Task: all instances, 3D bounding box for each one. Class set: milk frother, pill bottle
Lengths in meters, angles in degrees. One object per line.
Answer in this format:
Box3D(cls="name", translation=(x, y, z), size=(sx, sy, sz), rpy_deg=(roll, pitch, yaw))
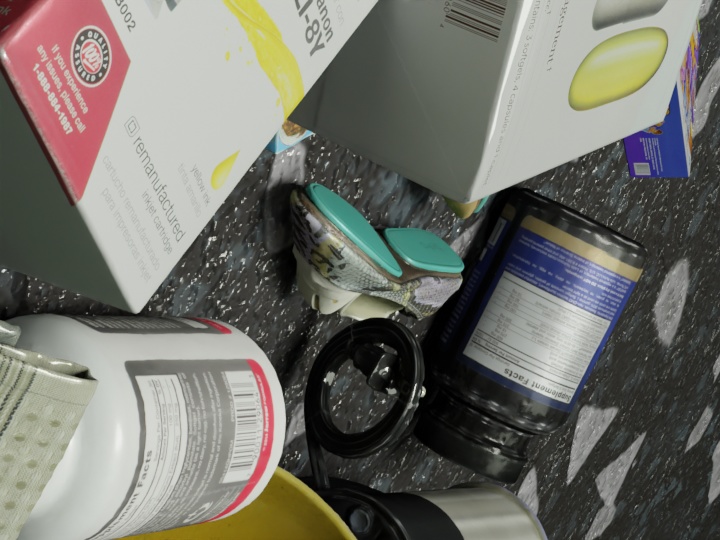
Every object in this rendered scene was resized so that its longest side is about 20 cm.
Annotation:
Box3D(cls="milk frother", translation=(0.037, 0.146, 1.074), size=(0.200, 0.181, 0.188), rpy_deg=(-54, 152, 16))
Box3D(cls="pill bottle", translation=(-0.131, 0.076, 0.802), size=(0.200, 0.111, 0.111), rpy_deg=(5, 112, -61))
Box3D(cls="pill bottle", translation=(0.119, 0.049, 1.213), size=(0.112, 0.112, 0.200), rpy_deg=(15, 103, -63))

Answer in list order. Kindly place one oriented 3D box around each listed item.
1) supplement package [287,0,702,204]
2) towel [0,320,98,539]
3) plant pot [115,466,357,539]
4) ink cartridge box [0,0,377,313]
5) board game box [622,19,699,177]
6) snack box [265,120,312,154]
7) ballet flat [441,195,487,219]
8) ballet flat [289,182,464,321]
Box3D(cls="supplement package", translation=(0.070, -0.163, 0.799), size=(0.200, 0.147, 0.191), rpy_deg=(-24, 135, -50))
Box3D(cls="towel", translation=(-0.223, 0.090, 0.644), size=(0.192, 0.035, 0.200), rpy_deg=(20, 109, -33))
Box3D(cls="plant pot", translation=(-0.100, 0.220, 0.942), size=(0.200, 0.200, 0.142), rpy_deg=(-22, 160, -52))
Box3D(cls="ink cartridge box", translation=(-0.084, -0.108, 0.649), size=(0.200, 0.083, 0.145), rpy_deg=(-56, 147, -28))
Box3D(cls="board game box", translation=(0.207, -0.173, 1.163), size=(0.200, 0.045, 0.135), rpy_deg=(62, 32, -59))
Box3D(cls="snack box", translation=(-0.013, -0.170, 0.854), size=(0.116, 0.037, 0.200), rpy_deg=(-35, 143, -41))
Box3D(cls="ballet flat", translation=(0.063, -0.110, 1.021), size=(0.063, 0.069, 0.200), rpy_deg=(1, 138, -15))
Box3D(cls="ballet flat", translation=(0.000, 0.000, 1.014), size=(0.072, 0.072, 0.200), rpy_deg=(-63, 152, 4))
